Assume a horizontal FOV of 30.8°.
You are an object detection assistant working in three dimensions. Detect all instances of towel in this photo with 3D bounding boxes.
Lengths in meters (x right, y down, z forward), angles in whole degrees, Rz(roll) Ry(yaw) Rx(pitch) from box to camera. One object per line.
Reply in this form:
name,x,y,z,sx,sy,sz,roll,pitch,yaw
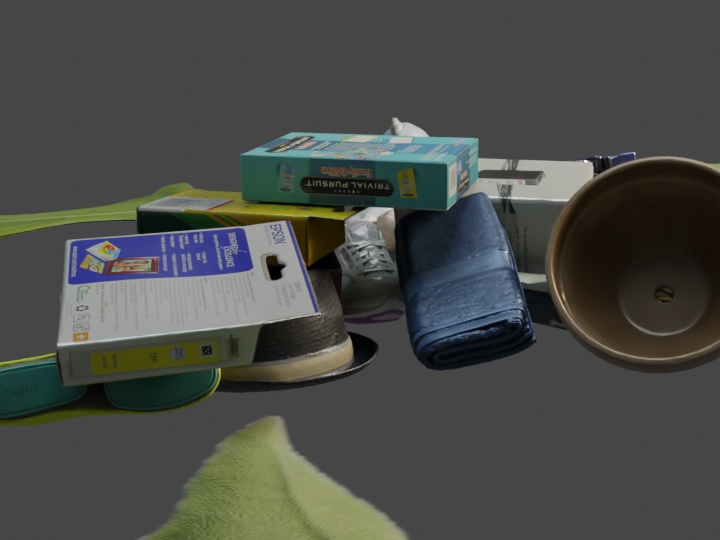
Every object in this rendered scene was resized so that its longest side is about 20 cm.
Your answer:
towel,0.093,0.012,1.229,0.111,0.049,0.200,-15,40,6

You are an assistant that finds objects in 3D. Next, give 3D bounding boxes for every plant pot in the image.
plant pot,0.273,0.005,1.183,0.200,0.201,0.093,1,-23,19

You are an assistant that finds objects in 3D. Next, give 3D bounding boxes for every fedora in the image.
fedora,-0.079,0.044,1.178,0.200,0.092,0.201,-2,11,0

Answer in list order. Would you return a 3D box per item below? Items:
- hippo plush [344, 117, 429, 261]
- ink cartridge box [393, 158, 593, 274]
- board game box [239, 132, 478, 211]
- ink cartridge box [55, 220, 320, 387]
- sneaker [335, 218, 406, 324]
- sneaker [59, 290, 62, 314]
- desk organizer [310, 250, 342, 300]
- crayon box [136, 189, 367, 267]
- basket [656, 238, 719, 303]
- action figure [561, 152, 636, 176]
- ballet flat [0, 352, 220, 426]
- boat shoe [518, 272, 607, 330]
hippo plush,0.042,-0.098,1.549,0.200,0.161,0.159,-14,-8,15
ink cartridge box,0.143,-0.037,1.367,0.199,0.145,0.084,4,38,14
board game box,0.003,-0.098,1.271,0.199,0.047,0.151,3,15,16
ink cartridge box,-0.144,0.021,1.071,0.199,0.047,0.198,-4,24,-9
sneaker,0.000,0.000,1.389,0.075,0.100,0.200,-3,12,-17
sneaker,-0.227,0.045,1.255,0.104,0.076,0.200,-8,7,-4
desk organizer,-0.072,-0.015,1.361,0.072,0.077,0.200,-5,32,-13
crayon box,-0.095,-0.041,1.243,0.199,0.051,0.127,3,12,16
basket,0.360,-0.023,1.303,0.142,0.149,0.200,-8,11,-28
action figure,0.221,-0.068,1.473,0.200,0.105,0.193,-9,-13,24
ballet flat,-0.216,0.090,1.067,0.199,0.067,0.067,-6,-8,-13
boat shoe,0.150,0.030,1.296,0.199,0.062,0.075,5,11,22
